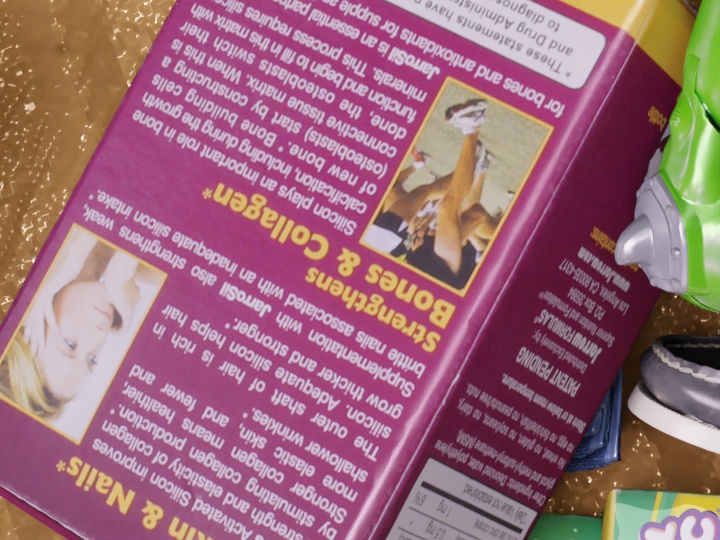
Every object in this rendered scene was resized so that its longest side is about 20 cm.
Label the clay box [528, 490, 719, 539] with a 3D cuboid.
[{"bbox_3d":[0.139,0.127,0.856,0.199,0.048,0.115,4,76,0],"label":"clay box"}]

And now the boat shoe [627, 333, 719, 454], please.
[{"bbox_3d":[0.175,0.026,0.869,0.199,0.072,0.068,1,104,-6],"label":"boat shoe"}]

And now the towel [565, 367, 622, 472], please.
[{"bbox_3d":[0.029,-0.040,0.899,0.111,0.049,0.201,-1,76,21],"label":"towel"}]

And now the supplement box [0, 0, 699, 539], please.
[{"bbox_3d":[0.000,0.000,0.814,0.131,0.103,0.200,29,89,28],"label":"supplement box"}]

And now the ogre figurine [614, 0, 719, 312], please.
[{"bbox_3d":[0.151,-0.018,0.789,0.098,0.200,0.120,38,96,44],"label":"ogre figurine"}]
